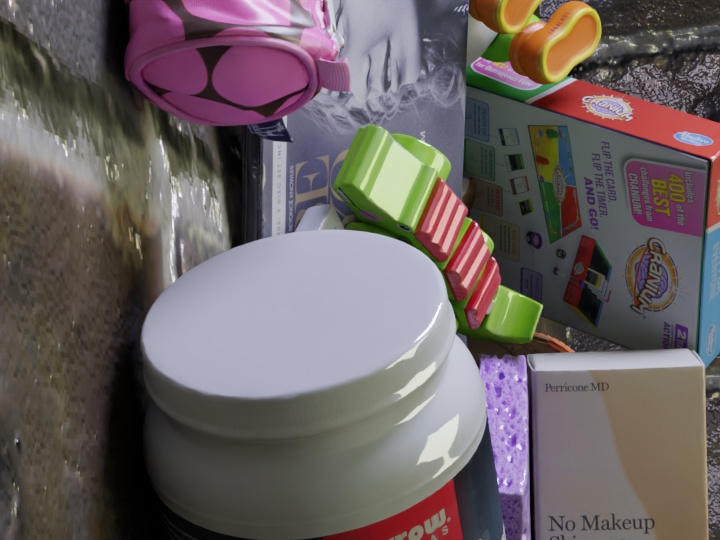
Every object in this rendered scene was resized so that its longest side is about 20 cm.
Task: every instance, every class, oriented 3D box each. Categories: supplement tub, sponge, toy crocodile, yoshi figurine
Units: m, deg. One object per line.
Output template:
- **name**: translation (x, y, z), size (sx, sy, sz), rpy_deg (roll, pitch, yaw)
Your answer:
- **supplement tub**: translation (-0.011, 0.100, 0.907), size (0.141, 0.139, 0.201), rpy_deg (-80, 162, -58)
- **sponge**: translation (0.082, 0.157, 1.253), size (0.112, 0.030, 0.201), rpy_deg (-87, 174, -50)
- **toy crocodile**: translation (0.040, -0.012, 1.165), size (0.068, 0.061, 0.200), rpy_deg (-63, 148, -19)
- **yoshi figurine**: translation (0.054, -0.179, 1.313), size (0.111, 0.199, 0.113), rpy_deg (-8, 109, -40)

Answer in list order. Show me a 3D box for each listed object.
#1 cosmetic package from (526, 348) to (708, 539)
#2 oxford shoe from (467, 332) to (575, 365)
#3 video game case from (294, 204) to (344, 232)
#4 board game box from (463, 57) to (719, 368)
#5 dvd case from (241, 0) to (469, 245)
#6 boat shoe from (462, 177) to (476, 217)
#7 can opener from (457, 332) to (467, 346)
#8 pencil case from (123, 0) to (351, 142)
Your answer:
- **cosmetic package**: translation (0.149, 0.149, 1.274), size (0.071, 0.104, 0.202), rpy_deg (-72, 159, -84)
- **oxford shoe**: translation (0.077, 0.069, 1.392), size (0.073, 0.199, 0.072), rpy_deg (-38, 156, -60)
- **video game case**: translation (-0.003, 0.089, 1.105), size (0.201, 0.018, 0.144), rpy_deg (64, 34, -30)
- **board game box**: translation (0.128, -0.038, 1.325), size (0.040, 0.199, 0.154), rpy_deg (-39, 139, -42)
- **dvd case**: translation (0.001, -0.083, 1.156), size (0.200, 0.016, 0.150), rpy_deg (-18, 114, -55)
- **boat shoe**: translation (0.000, 0.000, 1.276), size (0.200, 0.069, 0.071), rpy_deg (-51, 162, -51)
- **can opener**: translation (0.038, 0.114, 1.277), size (0.053, 0.066, 0.202), rpy_deg (-45, 135, -69)
- **pencil case**: translation (-0.052, -0.161, 0.948), size (0.091, 0.093, 0.201), rpy_deg (64, 22, -65)
